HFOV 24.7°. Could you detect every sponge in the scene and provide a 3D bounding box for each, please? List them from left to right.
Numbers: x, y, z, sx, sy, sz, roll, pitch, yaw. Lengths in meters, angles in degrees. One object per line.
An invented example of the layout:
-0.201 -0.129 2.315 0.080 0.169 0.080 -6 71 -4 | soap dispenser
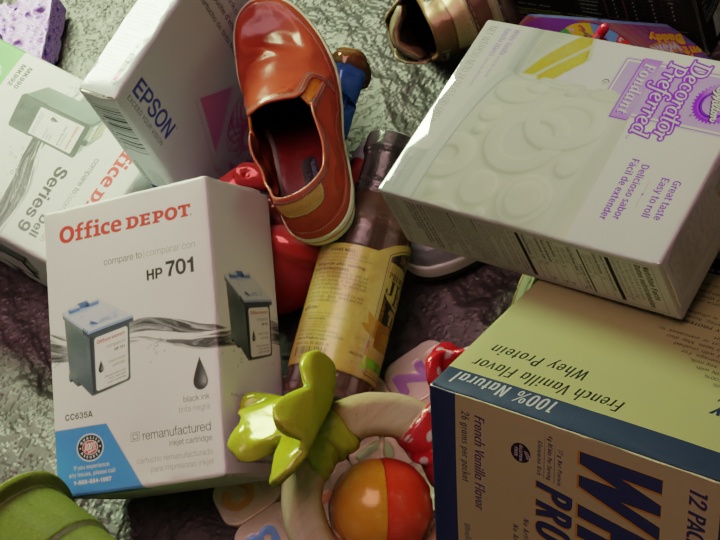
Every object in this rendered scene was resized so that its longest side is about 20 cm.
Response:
-0.321 -0.145 1.423 0.110 0.030 0.202 -8 57 18 | sponge

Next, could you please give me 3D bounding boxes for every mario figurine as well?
-0.052 -0.064 1.221 0.122 0.106 0.202 5 75 27 | mario figurine

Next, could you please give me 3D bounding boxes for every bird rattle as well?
0.017 0.125 1.048 0.198 0.112 0.165 2 87 -22 | bird rattle

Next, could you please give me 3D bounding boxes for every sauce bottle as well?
0.000 0.000 1.140 0.064 0.065 0.202 7 72 26 | sauce bottle

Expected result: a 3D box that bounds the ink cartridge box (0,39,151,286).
-0.247 -0.077 1.293 0.199 0.084 0.147 26 73 21 | ink cartridge box

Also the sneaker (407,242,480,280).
0.095 -0.088 1.153 0.200 0.121 0.084 -41 53 -6 | sneaker

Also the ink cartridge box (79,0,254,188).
-0.104 -0.151 1.230 0.043 0.197 0.201 20 69 30 | ink cartridge box

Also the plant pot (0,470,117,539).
-0.160 0.253 1.023 0.188 0.201 0.201 20 68 18 | plant pot

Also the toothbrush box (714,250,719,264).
0.292 -0.008 1.004 0.198 0.146 0.087 18 67 30 | toothbrush box

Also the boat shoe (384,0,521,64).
0.052 -0.188 1.204 0.073 0.076 0.200 -25 8 -9 | boat shoe

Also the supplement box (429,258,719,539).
0.174 0.098 0.945 0.198 0.136 0.200 16 36 30 | supplement box

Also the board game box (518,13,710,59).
0.194 -0.121 1.107 0.198 0.039 0.159 1 57 -26 | board game box

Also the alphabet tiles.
-0.002 0.138 1.118 0.195 0.015 0.201 -34 53 0 | alphabet tiles

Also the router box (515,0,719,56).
0.161 -0.238 1.202 0.198 0.150 0.063 13 64 29 | router box

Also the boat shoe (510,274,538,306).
0.166 -0.008 1.103 0.064 0.073 0.201 20 68 36 | boat shoe

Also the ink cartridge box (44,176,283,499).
-0.135 0.050 1.134 0.145 0.086 0.203 -11 79 28 | ink cartridge box

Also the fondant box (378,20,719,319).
0.131 -0.066 0.984 0.199 0.058 0.145 17 64 35 | fondant box

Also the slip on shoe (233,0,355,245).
-0.051 -0.114 1.144 0.073 0.061 0.202 -22 60 15 | slip on shoe
